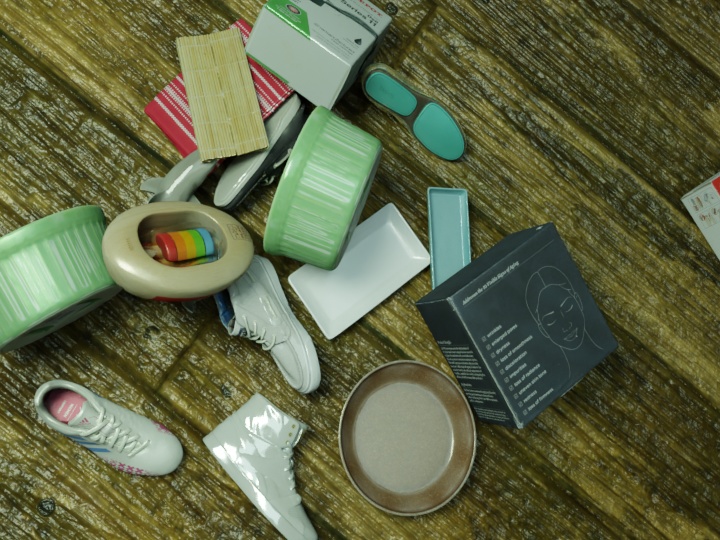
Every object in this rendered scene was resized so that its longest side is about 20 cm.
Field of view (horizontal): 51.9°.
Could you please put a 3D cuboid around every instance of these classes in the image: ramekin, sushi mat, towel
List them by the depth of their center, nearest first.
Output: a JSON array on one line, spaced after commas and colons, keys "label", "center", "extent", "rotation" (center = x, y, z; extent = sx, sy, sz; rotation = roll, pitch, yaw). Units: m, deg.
[{"label": "ramekin", "center": [-0.378, 0.014, 0.888], "extent": [0.197, 0.200, 0.099], "rotation": [-30, 92, -18]}, {"label": "ramekin", "center": [-0.045, -0.101, 0.973], "extent": [0.095, 0.200, 0.204], "rotation": [22, 72, 1]}, {"label": "sushi mat", "center": [-0.190, -0.242, 1.012], "extent": [0.093, 0.012, 0.205], "rotation": [-11, 70, -13]}, {"label": "towel", "center": [-0.195, -0.246, 1.051], "extent": [0.200, 0.023, 0.145], "rotation": [-44, 78, -6]}]

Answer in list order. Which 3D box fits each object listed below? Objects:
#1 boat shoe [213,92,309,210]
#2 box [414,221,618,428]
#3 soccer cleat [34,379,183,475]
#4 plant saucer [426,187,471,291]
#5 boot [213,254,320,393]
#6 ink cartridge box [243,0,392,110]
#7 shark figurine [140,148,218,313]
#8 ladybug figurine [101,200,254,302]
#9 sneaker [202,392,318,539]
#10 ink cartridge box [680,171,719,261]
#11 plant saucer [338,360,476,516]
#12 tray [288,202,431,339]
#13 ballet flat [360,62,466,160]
[{"label": "boat shoe", "center": [-0.134, -0.159, 1.050], "extent": [0.060, 0.073, 0.203], "rotation": [46, 63, -37]}, {"label": "box", "center": [0.216, 0.075, 1.029], "extent": [0.198, 0.124, 0.200], "rotation": [-32, 96, -20]}, {"label": "soccer cleat", "center": [-0.313, 0.198, 0.912], "extent": [0.196, 0.086, 0.071], "rotation": [27, 72, -6]}, {"label": "plant saucer", "center": [0.130, -0.018, 1.085], "extent": [0.068, 0.019, 0.207], "rotation": [0, 84, -25]}, {"label": "boot", "center": [-0.133, 0.079, 0.975], "extent": [0.094, 0.073, 0.203], "rotation": [-15, 70, -45]}, {"label": "ink cartridge box", "center": [-0.054, -0.336, 1.057], "extent": [0.145, 0.084, 0.201], "rotation": [33, 40, -4]}, {"label": "shark figurine", "center": [-0.255, -0.057, 0.980], "extent": [0.124, 0.089, 0.222], "rotation": [2, 88, 12]}, {"label": "ladybug figurine", "center": [-0.218, -0.017, 0.894], "extent": [0.196, 0.072, 0.137], "rotation": [-7, 55, -40]}, {"label": "sneaker", "center": [-0.098, 0.254, 0.955], "extent": [0.115, 0.074, 0.201], "rotation": [-41, 87, -15]}, {"label": "ink cartridge box", "center": [0.655, -0.084, 1.205], "extent": [0.173, 0.084, 0.203], "rotation": [-30, 84, -18]}, {"label": "plant saucer", "center": [0.062, 0.228, 1.017], "extent": [0.194, 0.037, 0.207], "rotation": [3, 76, -13]}, {"label": "tray", "center": [0.000, 0.000, 1.066], "extent": [0.198, 0.022, 0.108], "rotation": [-36, 87, -18]}, {"label": "ballet flat", "center": [0.082, -0.244, 1.120], "extent": [0.198, 0.070, 0.072], "rotation": [34, 70, -20]}]
